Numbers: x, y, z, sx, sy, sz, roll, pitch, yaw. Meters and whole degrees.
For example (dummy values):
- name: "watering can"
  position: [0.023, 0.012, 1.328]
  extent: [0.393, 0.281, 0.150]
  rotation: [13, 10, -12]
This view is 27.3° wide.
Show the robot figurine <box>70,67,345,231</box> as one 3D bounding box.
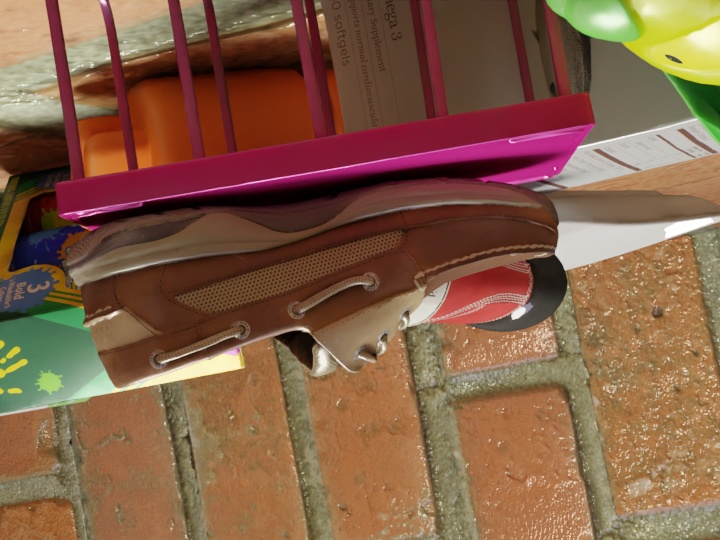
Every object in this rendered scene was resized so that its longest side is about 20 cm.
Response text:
- name: "robot figurine"
  position: [-0.069, -0.062, 0.880]
  extent: [0.200, 0.117, 0.144]
  rotation: [-7, 162, -21]

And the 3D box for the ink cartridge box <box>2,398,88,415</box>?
- name: "ink cartridge box"
  position: [-0.378, 0.073, 1.475]
  extent: [0.200, 0.146, 0.084]
  rotation: [-9, 174, -18]

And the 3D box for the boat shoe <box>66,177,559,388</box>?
- name: "boat shoe"
  position: [-0.014, 0.007, 0.596]
  extent: [0.200, 0.072, 0.076]
  rotation: [-8, 176, -14]

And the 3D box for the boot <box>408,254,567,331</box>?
- name: "boot"
  position: [0.000, 0.000, 0.773]
  extent: [0.200, 0.072, 0.144]
  rotation: [7, -179, 40]

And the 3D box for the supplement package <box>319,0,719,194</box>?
- name: "supplement package"
  position: [0.098, -0.105, 0.737]
  extent: [0.200, 0.117, 0.117]
  rotation: [-13, 173, 22]

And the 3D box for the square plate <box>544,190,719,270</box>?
- name: "square plate"
  position: [0.092, -0.016, 0.908]
  extent: [0.200, 0.028, 0.198]
  rotation: [-3, 169, -46]

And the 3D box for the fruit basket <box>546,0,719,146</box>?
- name: "fruit basket"
  position: [0.158, -0.112, 0.527]
  extent: [0.216, 0.156, 0.216]
  rotation: [-37, -167, 10]

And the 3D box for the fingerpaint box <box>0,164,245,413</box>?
- name: "fingerpaint box"
  position: [-0.161, -0.005, 0.986]
  extent: [0.167, 0.073, 0.200]
  rotation: [-10, -149, 4]

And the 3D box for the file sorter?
- name: "file sorter"
  position: [-0.020, -0.092, 0.615]
  extent: [0.200, 0.126, 0.139]
  rotation: [-10, 175, 2]
